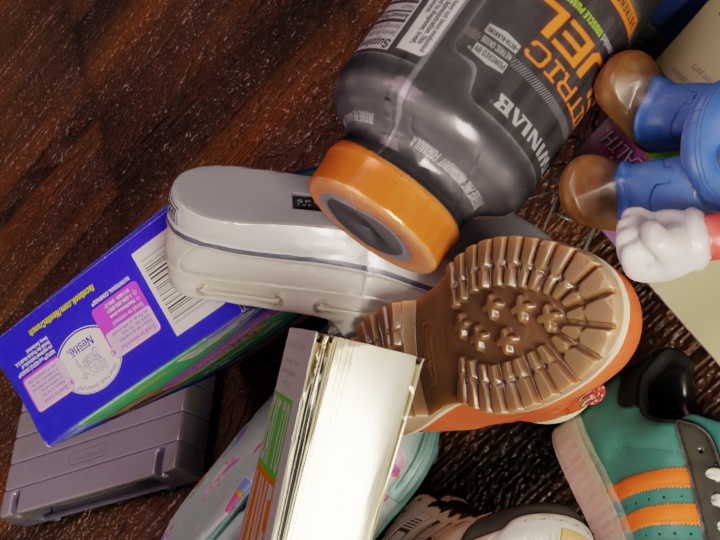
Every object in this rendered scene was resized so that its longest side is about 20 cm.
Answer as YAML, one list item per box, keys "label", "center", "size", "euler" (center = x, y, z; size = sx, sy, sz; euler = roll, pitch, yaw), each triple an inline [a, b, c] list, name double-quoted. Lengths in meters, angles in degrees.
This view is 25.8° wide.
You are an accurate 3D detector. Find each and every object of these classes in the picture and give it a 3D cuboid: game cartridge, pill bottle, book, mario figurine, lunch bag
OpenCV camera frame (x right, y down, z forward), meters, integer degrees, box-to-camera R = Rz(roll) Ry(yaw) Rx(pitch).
- label: "game cartridge"
  center: [-0.175, 0.102, 1.106]
  size: [0.200, 0.038, 0.130]
  euler: [-20, 49, 40]
- label: "pill bottle"
  center: [0.059, -0.097, 0.732]
  size: [0.106, 0.106, 0.200]
  euler: [19, 70, 52]
- label: "book"
  center: [-0.032, 0.128, 0.712]
  size: [0.134, 0.048, 0.201]
  euler: [176, 108, -78]
- label: "mario figurine"
  center: [0.155, -0.064, 0.621]
  size: [0.200, 0.106, 0.124]
  euler: [-1, 101, 56]
- label: "lunch bag"
  center: [-0.036, 0.121, 0.869]
  size: [0.200, 0.077, 0.160]
  euler: [-50, 8, 9]

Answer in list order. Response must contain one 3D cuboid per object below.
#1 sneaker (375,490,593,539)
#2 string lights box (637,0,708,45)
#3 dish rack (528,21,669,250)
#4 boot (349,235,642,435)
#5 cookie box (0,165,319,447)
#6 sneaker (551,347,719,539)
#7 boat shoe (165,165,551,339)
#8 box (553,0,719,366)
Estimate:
- label: "sneaker"
  center: [0.044, 0.140, 0.771]
  size: [0.200, 0.075, 0.088]
  euler: [-43, 29, 50]
- label: "string lights box"
  center: [0.201, -0.184, 0.844]
  size: [0.200, 0.059, 0.103]
  euler: [-43, 41, 22]
- label: "dish rack"
  center: [0.068, -0.064, 0.831]
  size: [0.153, 0.055, 0.201]
  euler: [25, 110, 13]
- label: "boot"
  center: [0.082, 0.033, 0.712]
  size: [0.200, 0.107, 0.075]
  euler: [-25, 64, 61]
- label: "cookie box"
  center: [-0.088, 0.014, 0.931]
  size: [0.171, 0.200, 0.075]
  euler: [-34, 84, 31]
- label: "sneaker"
  center: [0.154, 0.111, 0.700]
  size: [0.080, 0.071, 0.200]
  euler: [-50, 37, 19]
- label: "boat shoe"
  center: [0.000, 0.000, 0.788]
  size: [0.071, 0.199, 0.070]
  euler: [-95, 14, -54]
- label: "box"
  center: [0.218, -0.052, 0.712]
  size: [0.200, 0.097, 0.176]
  euler: [-49, 40, 13]
